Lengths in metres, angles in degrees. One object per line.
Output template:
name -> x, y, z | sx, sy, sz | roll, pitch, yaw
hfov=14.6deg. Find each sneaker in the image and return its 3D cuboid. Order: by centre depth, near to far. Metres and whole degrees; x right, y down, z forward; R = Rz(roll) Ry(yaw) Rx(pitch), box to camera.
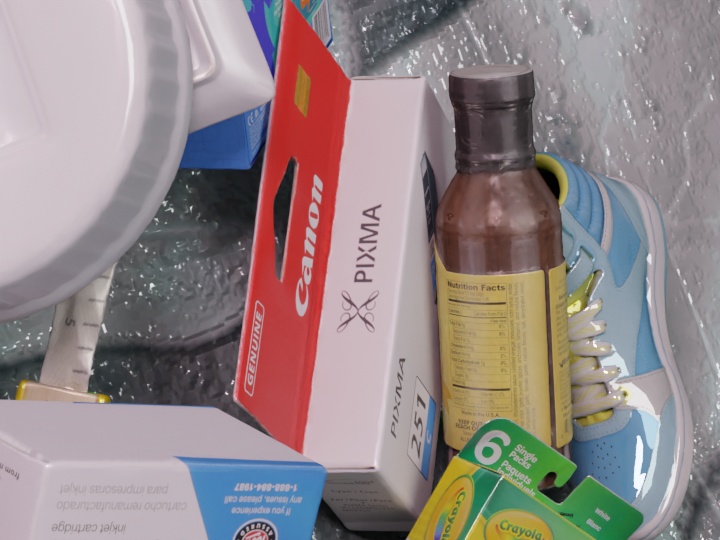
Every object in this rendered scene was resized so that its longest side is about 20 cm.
sneaker -> 0.101, 0.034, 1.405 | 0.130, 0.079, 0.201 | 26, 51, -51

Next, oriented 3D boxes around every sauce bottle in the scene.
sauce bottle -> 0.068, 0.003, 1.336 | 0.065, 0.065, 0.201 | -13, 106, -44

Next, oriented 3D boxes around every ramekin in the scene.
ramekin -> -0.168, -0.076, 1.107 | 0.199, 0.098, 0.201 | 0, 91, 0

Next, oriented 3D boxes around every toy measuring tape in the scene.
toy measuring tape -> -0.121, 0.059, 1.191 | 0.073, 0.073, 0.201 | 12, 89, -40

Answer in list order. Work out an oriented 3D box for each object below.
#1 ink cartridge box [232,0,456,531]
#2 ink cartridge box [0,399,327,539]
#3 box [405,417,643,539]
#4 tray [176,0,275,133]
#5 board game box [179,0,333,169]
ink cartridge box -> 0.000, 0.000, 1.302 | 0.176, 0.045, 0.201 | 54, 39, -62
ink cartridge box -> -0.111, 0.158, 1.122 | 0.146, 0.086, 0.201 | 4, 102, -42
box -> 0.057, 0.179, 1.305 | 0.117, 0.048, 0.201 | 35, 79, -31
tray -> -0.145, -0.085, 1.169 | 0.199, 0.022, 0.108 | -21, 95, 1
board game box -> -0.060, -0.167, 1.259 | 0.152, 0.045, 0.201 | -61, 149, -60
